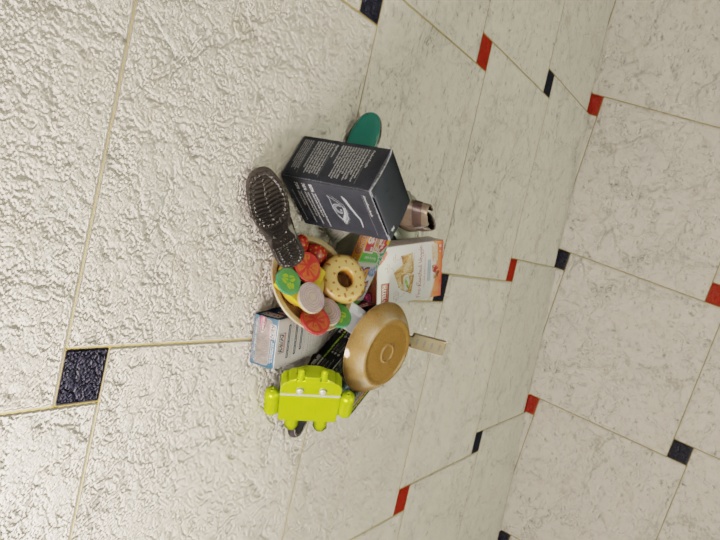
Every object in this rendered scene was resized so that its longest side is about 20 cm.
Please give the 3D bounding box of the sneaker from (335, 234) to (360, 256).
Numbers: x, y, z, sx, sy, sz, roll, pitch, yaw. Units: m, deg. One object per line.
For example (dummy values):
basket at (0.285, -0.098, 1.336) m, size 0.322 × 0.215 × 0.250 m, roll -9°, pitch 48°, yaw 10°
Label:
sneaker at (-0.013, -0.022, 1.722) m, size 0.084 × 0.074 × 0.202 m, roll 7°, pitch 103°, yaw -69°

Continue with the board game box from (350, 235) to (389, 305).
board game box at (0.000, 0.000, 1.651) m, size 0.201 × 0.030 × 0.095 m, roll -63°, pitch 152°, yaw -6°

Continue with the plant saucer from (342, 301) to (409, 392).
plant saucer at (0.044, 0.166, 1.638) m, size 0.199 × 0.035 × 0.202 m, roll -26°, pitch 127°, yaw -40°

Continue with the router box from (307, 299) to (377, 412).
router box at (-0.010, 0.185, 1.664) m, size 0.200 × 0.062 × 0.150 m, roll -48°, pitch 137°, yaw -22°

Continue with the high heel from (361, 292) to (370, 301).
high heel at (-0.002, 0.147, 1.729) m, size 0.067 × 0.096 × 0.201 m, roll -6°, pitch 132°, yaw -44°

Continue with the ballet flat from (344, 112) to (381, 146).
ballet flat at (-0.008, -0.230, 1.643) m, size 0.072 × 0.071 × 0.202 m, roll 30°, pitch 77°, yaw -62°

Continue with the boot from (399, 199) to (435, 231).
boot at (0.087, -0.146, 1.757) m, size 0.200 × 0.145 × 0.071 m, roll 42°, pitch 64°, yaw -61°

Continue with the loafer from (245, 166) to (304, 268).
loafer at (-0.161, -0.098, 1.415) m, size 0.072 × 0.071 × 0.201 m, roll -21°, pitch 122°, yaw -10°

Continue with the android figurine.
android figurine at (-0.102, 0.255, 1.573) m, size 0.201 × 0.180 × 0.041 m, roll 104°, pitch -12°, yaw -46°

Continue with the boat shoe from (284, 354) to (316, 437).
boat shoe at (-0.105, 0.266, 1.689) m, size 0.073 × 0.062 × 0.202 m, roll 36°, pitch 71°, yaw -62°

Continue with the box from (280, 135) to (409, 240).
box at (-0.025, -0.154, 1.480) m, size 0.105 × 0.198 × 0.148 m, roll -62°, pitch 151°, yaw -26°

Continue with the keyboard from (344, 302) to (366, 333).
keyboard at (-0.074, 0.053, 1.574) m, size 0.199 × 0.011 × 0.057 m, roll 37°, pitch 77°, yaw -22°

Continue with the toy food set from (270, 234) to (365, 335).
toy food set at (-0.086, 0.026, 1.518) m, size 0.200 × 0.048 × 0.199 m, roll 41°, pitch 51°, yaw -22°

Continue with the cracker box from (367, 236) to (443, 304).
cracker box at (0.098, 0.000, 1.798) m, size 0.199 × 0.057 × 0.135 m, roll -9°, pitch 107°, yaw -36°

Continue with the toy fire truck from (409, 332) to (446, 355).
toy fire truck at (0.078, 0.184, 1.824) m, size 0.128 × 0.199 × 0.178 m, roll -28°, pitch 135°, yaw -50°

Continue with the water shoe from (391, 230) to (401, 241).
water shoe at (0.070, -0.011, 1.855) m, size 0.079 × 0.071 × 0.201 m, roll -40°, pitch 120°, yaw -34°

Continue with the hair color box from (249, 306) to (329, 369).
hair color box at (-0.134, 0.122, 1.562) m, size 0.200 × 0.060 × 0.101 m, roll -13°, pitch 113°, yaw -61°

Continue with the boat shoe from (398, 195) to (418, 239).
boat shoe at (0.113, -0.086, 1.933) m, size 0.060 × 0.073 × 0.202 m, roll -154°, pitch -123°, yaw -77°

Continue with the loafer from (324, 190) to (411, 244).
loafer at (0.017, -0.109, 1.592) m, size 0.070 × 0.199 × 0.070 m, roll -32°, pitch 102°, yaw -63°
